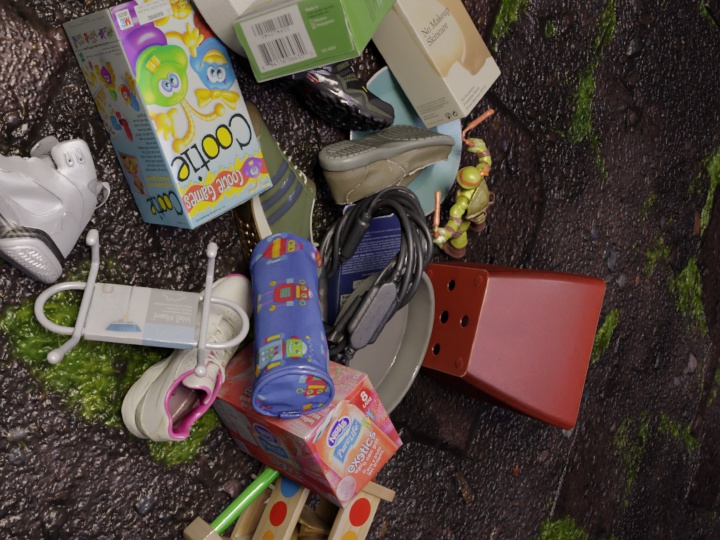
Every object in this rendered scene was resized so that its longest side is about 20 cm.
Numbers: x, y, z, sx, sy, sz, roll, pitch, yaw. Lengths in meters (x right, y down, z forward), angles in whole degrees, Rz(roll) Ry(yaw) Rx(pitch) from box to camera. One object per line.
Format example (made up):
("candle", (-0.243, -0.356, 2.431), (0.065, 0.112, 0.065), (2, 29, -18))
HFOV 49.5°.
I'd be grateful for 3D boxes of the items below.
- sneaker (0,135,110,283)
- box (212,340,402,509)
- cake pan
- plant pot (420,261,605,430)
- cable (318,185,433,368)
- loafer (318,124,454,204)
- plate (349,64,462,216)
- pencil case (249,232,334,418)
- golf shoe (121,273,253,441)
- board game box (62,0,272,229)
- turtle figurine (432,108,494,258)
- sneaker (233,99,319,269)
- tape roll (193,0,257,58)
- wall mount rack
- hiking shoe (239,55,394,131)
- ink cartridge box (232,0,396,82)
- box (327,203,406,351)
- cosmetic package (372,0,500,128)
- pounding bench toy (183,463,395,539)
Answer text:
("sneaker", (-0.306, -0.090, 0.667), (0.115, 0.075, 0.200), (-56, 132, -21))
("box", (-0.066, 0.152, 0.826), (0.095, 0.199, 0.103), (-42, 121, -28))
("cake pan", (0.022, 0.087, 0.930), (0.200, 0.036, 0.202), (-35, 135, -43))
("plant pot", (0.175, 0.081, 1.044), (0.175, 0.199, 0.202), (16, 86, -32))
("cable", (0.000, 0.000, 0.841), (0.051, 0.163, 0.201), (29, 90, -32))
("loafer", (0.032, -0.126, 0.933), (0.199, 0.075, 0.070), (-18, 121, -35))
("plate", (0.056, -0.164, 1.003), (0.199, 0.025, 0.203), (-6, 100, -40))
("pencil case", (-0.071, 0.053, 0.772), (0.077, 0.201, 0.087), (-1, 133, -8))
("golf shoe", (-0.159, 0.093, 0.810), (0.075, 0.091, 0.201), (45, 66, -34))
("board game box", (-0.180, -0.155, 0.745), (0.103, 0.104, 0.202), (-33, 117, -34))
("turtle figurine", (0.144, -0.096, 1.020), (0.162, 0.064, 0.202), (81, 30, -63))
("sneaker", (-0.093, -0.094, 0.856), (0.089, 0.067, 0.202), (-25, 119, -33))
("tape roll", (-0.109, -0.303, 0.738), (0.202, 0.037, 0.205), (-9, 90, -67))
("wall mount rack", (-0.196, 0.041, 0.700), (0.197, 0.175, 0.075), (6, 133, -11))
("hiking shoe", (-0.033, -0.231, 0.874), (0.199, 0.075, 0.102), (25, 77, -32))
("ink cartridge box", (-0.030, -0.251, 0.725), (0.201, 0.103, 0.060), (-66, 141, -50))
("box", (0.010, 0.011, 0.968), (0.120, 0.032, 0.202), (-9, 112, -40))
("cosmetic package", (0.078, -0.288, 0.948), (0.201, 0.071, 0.105), (53, 56, -24))
("pounding bench toy", (-0.084, 0.262, 0.877), (0.199, 0.124, 0.157), (33, 75, -39))
